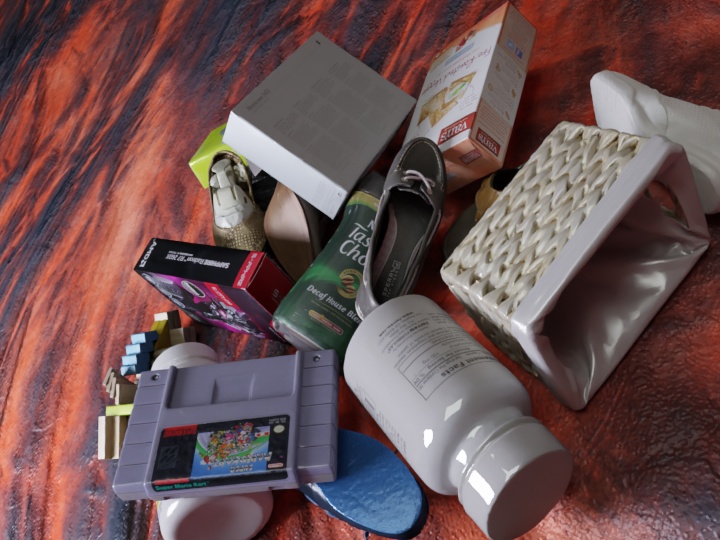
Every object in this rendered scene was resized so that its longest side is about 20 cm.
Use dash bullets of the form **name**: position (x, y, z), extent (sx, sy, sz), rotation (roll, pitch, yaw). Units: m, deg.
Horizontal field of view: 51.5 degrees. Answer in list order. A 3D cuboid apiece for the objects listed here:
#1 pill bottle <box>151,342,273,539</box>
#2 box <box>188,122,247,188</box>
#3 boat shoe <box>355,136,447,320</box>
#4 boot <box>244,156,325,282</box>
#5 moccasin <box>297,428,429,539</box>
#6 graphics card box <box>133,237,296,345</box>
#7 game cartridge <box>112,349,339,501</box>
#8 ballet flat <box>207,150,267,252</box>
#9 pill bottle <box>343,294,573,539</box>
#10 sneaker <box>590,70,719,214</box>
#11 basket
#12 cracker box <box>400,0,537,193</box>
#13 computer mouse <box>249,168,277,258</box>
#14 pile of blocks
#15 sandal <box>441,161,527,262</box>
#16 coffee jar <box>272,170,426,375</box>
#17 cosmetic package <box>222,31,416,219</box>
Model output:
- **pill bottle**: position (-0.161, 0.171, 0.754), extent (0.108, 0.110, 0.202), rotation (-35, 45, 6)
- **box**: position (-0.136, -0.196, 1.041), extent (0.196, 0.048, 0.123), rotation (-24, 25, 18)
- **boat shoe**: position (0.045, -0.044, 0.722), extent (0.065, 0.057, 0.205), rotation (18, 74, -3)
- **boot**: position (-0.053, -0.090, 0.878), extent (0.069, 0.145, 0.204), rotation (-23, 87, 39)
- **moccasin**: position (-0.012, 0.183, 0.676), extent (0.198, 0.069, 0.081), rotation (22, 62, 43)
- **graphics card box**: position (-0.152, 0.023, 0.851), extent (0.196, 0.126, 0.052), rotation (10, 63, 38)
- **game cartridge**: position (-0.116, 0.138, 0.674), extent (0.194, 0.039, 0.131), rotation (-7, 40, 6)
- **ballet flat**: position (-0.157, -0.083, 0.898), extent (0.069, 0.066, 0.201), rotation (-25, 38, -2)
- **pill bottle**: position (0.079, 0.119, 0.626), extent (0.114, 0.115, 0.200), rotation (-43, 45, -3)
- **sneaker**: position (0.302, -0.136, 0.712), extent (0.087, 0.076, 0.201), rotation (-28, 50, -5)
- **basket**: position (0.183, -0.012, 0.644), extent (0.201, 0.136, 0.123), rotation (-48, 41, -7)
- **cracker box**: position (0.117, -0.187, 0.843), extent (0.133, 0.057, 0.204), rotation (-23, 42, 52)
- **computer mouse**: position (-0.107, -0.075, 0.954), extent (0.135, 0.053, 0.203), rotation (-6, 44, 28)
- **pile of blocks**: position (-0.242, 0.124, 0.866), extent (0.061, 0.082, 0.204), rotation (-10, 51, 27)
- **sandal**: position (0.159, -0.077, 0.763), extent (0.198, 0.055, 0.082), rotation (-37, 44, 4)
- **coffee jar**: position (0.000, 0.000, 0.780), extent (0.103, 0.086, 0.202), rotation (30, 73, 7)
- **cosmetic package**: position (-0.040, -0.171, 0.845), extent (0.201, 0.149, 0.052), rotation (-55, 1, -42)
